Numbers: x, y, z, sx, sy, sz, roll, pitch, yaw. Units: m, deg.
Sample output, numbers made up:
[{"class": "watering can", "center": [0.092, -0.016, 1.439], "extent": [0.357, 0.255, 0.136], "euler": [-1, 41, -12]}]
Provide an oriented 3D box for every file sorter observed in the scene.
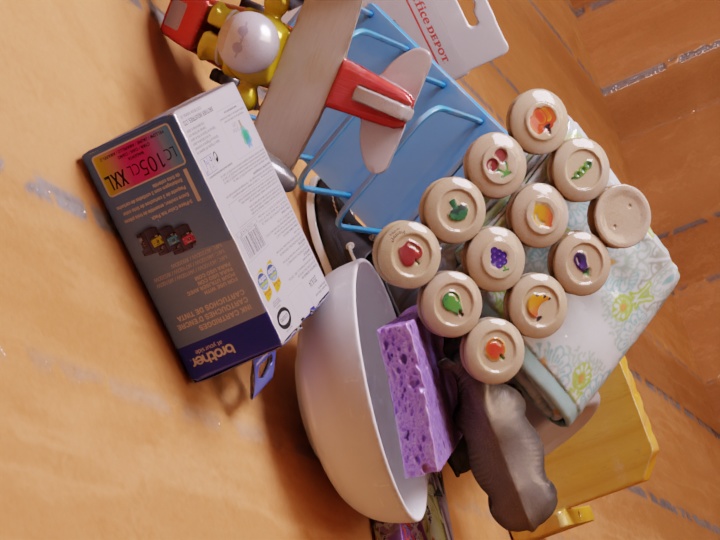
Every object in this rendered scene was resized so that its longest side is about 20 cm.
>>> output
[{"class": "file sorter", "center": [0.010, -0.110, 1.327], "extent": [0.200, 0.139, 0.123], "euler": [47, 16, 19]}]

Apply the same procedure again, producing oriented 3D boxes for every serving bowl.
[{"class": "serving bowl", "center": [-0.006, 0.096, 1.232], "extent": [0.200, 0.066, 0.201], "euler": [-14, 90, -79]}]

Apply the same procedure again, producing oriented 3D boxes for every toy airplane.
[{"class": "toy airplane", "center": [-0.050, -0.150, 1.205], "extent": [0.141, 0.199, 0.200], "euler": [12, 58, -65]}]

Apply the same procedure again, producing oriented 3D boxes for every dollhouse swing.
[{"class": "dollhouse swing", "center": [0.213, 0.151, 1.656], "extent": [0.182, 0.176, 0.200], "euler": [15, 54, -68]}]

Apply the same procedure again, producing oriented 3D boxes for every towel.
[{"class": "towel", "center": [0.160, 0.001, 1.306], "extent": [0.200, 0.171, 0.048], "euler": [51, -18, -29]}]

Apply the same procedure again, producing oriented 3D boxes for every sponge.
[{"class": "sponge", "center": [0.050, 0.088, 1.276], "extent": [0.200, 0.030, 0.112], "euler": [-22, 100, -80]}]

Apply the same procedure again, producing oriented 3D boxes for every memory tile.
[{"class": "memory tile", "center": [0.118, -0.026, 1.236], "extent": [0.153, 0.200, 0.017], "euler": [49, -16, -14]}]

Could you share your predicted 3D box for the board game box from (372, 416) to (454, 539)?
[{"class": "board game box", "center": [0.043, 0.204, 1.336], "extent": [0.120, 0.032, 0.200], "euler": [41, 31, -48]}]

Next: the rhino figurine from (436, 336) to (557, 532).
[{"class": "rhino figurine", "center": [0.103, 0.115, 1.281], "extent": [0.087, 0.060, 0.200], "euler": [-80, 148, -74]}]

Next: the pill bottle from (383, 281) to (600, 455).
[{"class": "pill bottle", "center": [0.106, 0.067, 1.422], "extent": [0.200, 0.114, 0.114], "euler": [54, 13, 19]}]

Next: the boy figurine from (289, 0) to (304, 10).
[{"class": "boy figurine", "center": [0.007, -0.328, 1.586], "extent": [0.064, 0.200, 0.125], "euler": [36, 33, -59]}]

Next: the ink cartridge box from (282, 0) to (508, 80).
[{"class": "ink cartridge box", "center": [0.028, -0.215, 1.507], "extent": [0.117, 0.200, 0.068], "euler": [63, 18, -15]}]

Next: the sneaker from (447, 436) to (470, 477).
[{"class": "sneaker", "center": [0.115, 0.129, 1.509], "extent": [0.200, 0.088, 0.074], "euler": [-50, 119, -75]}]

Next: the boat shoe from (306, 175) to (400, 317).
[{"class": "boat shoe", "center": [0.000, 0.000, 1.396], "extent": [0.074, 0.060, 0.200], "euler": [44, 29, -53]}]

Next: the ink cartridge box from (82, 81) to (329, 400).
[{"class": "ink cartridge box", "center": [-0.093, -0.015, 1.114], "extent": [0.200, 0.076, 0.136], "euler": [64, 18, -8]}]
